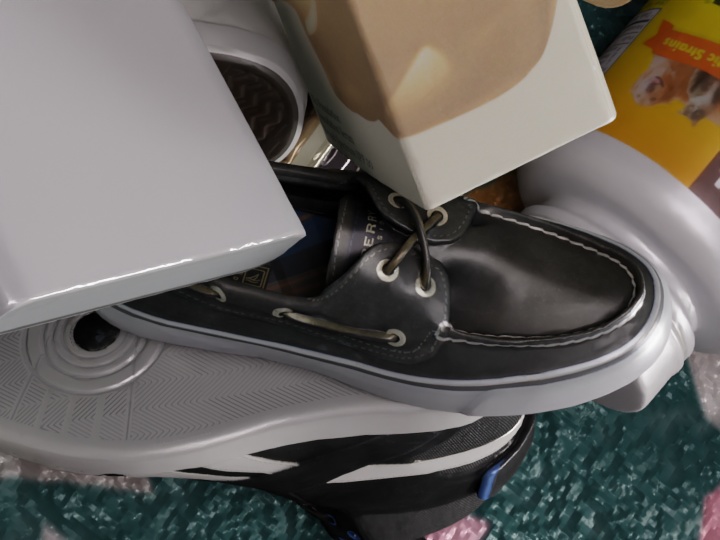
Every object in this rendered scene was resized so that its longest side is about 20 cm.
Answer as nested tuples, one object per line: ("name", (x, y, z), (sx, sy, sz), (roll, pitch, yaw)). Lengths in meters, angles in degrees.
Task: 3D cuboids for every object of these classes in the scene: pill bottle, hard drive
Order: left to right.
("hard drive", (-0.108, -0.083, 0.901), (0.132, 0.026, 0.200), (-15, 73, -51))
("pill bottle", (0.132, -0.047, 1.084), (0.109, 0.109, 0.200), (45, 73, -15))

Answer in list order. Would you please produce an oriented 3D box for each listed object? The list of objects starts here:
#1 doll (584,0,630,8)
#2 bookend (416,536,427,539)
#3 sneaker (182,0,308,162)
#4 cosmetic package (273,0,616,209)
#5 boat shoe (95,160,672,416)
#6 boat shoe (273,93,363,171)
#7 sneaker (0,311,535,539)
("doll", (0.113, -0.160, 1.071), (0.200, 0.048, 0.137), (-49, 150, -53))
("bookend", (0.025, 0.195, 0.983), (0.092, 0.200, 0.199), (44, 74, -16))
("sneaker", (-0.115, -0.089, 1.018), (0.199, 0.085, 0.073), (16, 126, -8))
("cosmetic package", (0.001, -0.130, 0.927), (0.071, 0.105, 0.200), (-26, 111, -11))
("boat shoe", (0.000, 0.000, 0.962), (0.199, 0.057, 0.069), (7, 62, 9))
("boat shoe", (0.019, -0.060, 1.060), (0.065, 0.072, 0.200), (41, 68, -11))
("sneaker", (-0.038, 0.060, 1.033), (0.199, 0.112, 0.073), (-2, 56, 7))
